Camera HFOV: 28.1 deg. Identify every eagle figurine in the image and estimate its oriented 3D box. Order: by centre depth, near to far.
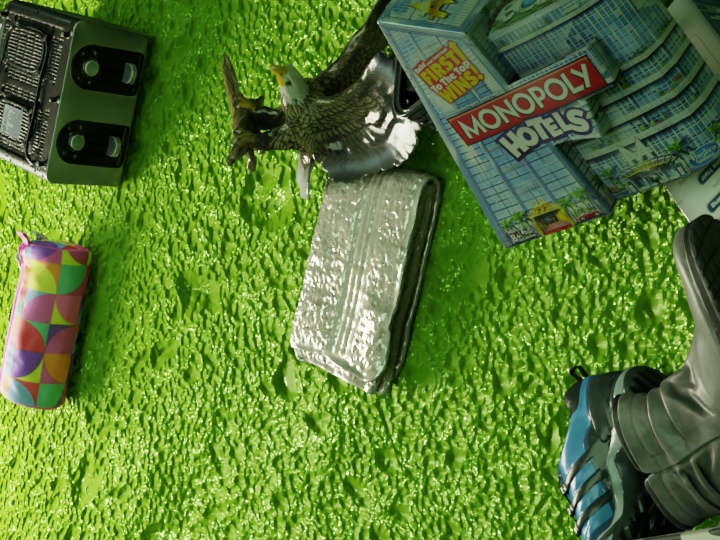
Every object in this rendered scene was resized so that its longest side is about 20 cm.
[{"bbox_3d":[-0.025,-0.149,1.241,0.200,0.151,0.152,-19,95,17],"label":"eagle figurine"}]

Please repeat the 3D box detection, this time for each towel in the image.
[{"bbox_3d":[0.000,0.000,1.279,0.132,0.034,0.201,21,102,46],"label":"towel"}]

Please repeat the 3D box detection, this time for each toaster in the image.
[{"bbox_3d":[-0.336,-0.197,1.602,0.200,0.118,0.181,23,103,46],"label":"toaster"}]

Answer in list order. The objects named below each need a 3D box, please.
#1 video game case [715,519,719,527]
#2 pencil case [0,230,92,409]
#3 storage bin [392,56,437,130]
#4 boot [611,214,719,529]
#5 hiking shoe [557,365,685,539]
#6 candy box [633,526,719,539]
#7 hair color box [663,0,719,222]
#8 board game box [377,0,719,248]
[{"bbox_3d":[0.309,0.204,0.930,0.182,0.023,0.200,41,116,41],"label":"video game case"},{"bbox_3d":[-0.364,0.057,1.640,0.088,0.088,0.201,17,100,47],"label":"pencil case"},{"bbox_3d":[0.117,-0.193,1.079,0.200,0.094,0.136,-34,45,53],"label":"storage bin"},{"bbox_3d":[0.215,0.073,0.946,0.132,0.070,0.200,-22,88,45],"label":"boot"},{"bbox_3d":[0.184,0.170,1.045,0.087,0.074,0.201,-8,72,55],"label":"hiking shoe"},{"bbox_3d":[0.253,0.265,0.927,0.136,0.061,0.201,-20,73,46],"label":"candy box"},{"bbox_3d":[0.258,-0.085,0.980,0.100,0.060,0.200,-52,52,36],"label":"hair color box"},{"bbox_3d":[0.118,-0.126,0.963,0.200,0.200,0.062,-20,29,49],"label":"board game box"}]
